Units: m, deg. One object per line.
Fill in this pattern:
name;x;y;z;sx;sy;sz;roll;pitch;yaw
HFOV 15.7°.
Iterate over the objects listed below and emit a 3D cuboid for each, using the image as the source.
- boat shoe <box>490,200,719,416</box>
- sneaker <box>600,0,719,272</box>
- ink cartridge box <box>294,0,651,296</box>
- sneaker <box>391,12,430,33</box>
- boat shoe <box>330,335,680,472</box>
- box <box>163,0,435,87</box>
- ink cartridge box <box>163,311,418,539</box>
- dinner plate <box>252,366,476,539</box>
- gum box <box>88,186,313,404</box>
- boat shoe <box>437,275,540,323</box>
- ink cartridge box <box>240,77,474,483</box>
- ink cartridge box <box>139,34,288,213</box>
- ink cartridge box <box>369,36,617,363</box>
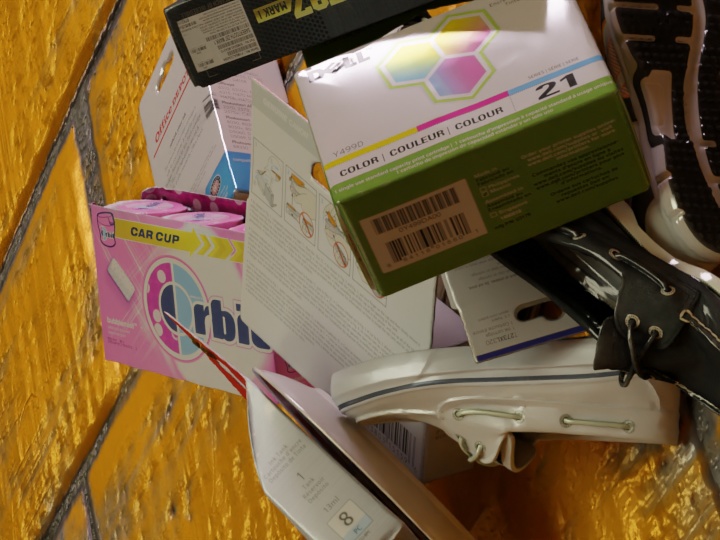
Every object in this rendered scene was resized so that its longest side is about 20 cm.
boat shoe;0.132;0.022;1.277;0.199;0.066;0.075;48;155;26
sneaker;0.150;-0.082;1.342;0.080;0.074;0.200;132;139;-54
ink cartridge box;0.042;-0.101;1.319;0.076;0.148;0.200;64;-175;-46
sneaker;0.024;-0.130;1.613;0.200;0.074;0.080;12;92;65
boat shoe;0.074;0.073;1.374;0.200;0.074;0.067;-9;81;31
box;0.014;-0.166;1.381;0.200;0.158;0.051;-17;103;23
ink cartridge box;-0.037;0.122;1.512;0.200;0.160;0.047;40;84;26
dinner plate;0.015;0.120;1.479;0.024;0.200;0.200;-46;27;-5
gum box;-0.101;0.013;1.767;0.200;0.066;0.114;11;111;46
boat shoe;0.088;-0.024;1.472;0.065;0.071;0.200;-124;37;-50
ink cartridge box;0.000;0.000;1.512;0.200;0.044;0.174;40;136;43
ink cartridge box;-0.099;-0.085;1.894;0.200;0.067;0.116;-106;33;-40
ink cartridge box;0.077;-0.046;1.379;0.037;0.095;0.200;79;174;-63
